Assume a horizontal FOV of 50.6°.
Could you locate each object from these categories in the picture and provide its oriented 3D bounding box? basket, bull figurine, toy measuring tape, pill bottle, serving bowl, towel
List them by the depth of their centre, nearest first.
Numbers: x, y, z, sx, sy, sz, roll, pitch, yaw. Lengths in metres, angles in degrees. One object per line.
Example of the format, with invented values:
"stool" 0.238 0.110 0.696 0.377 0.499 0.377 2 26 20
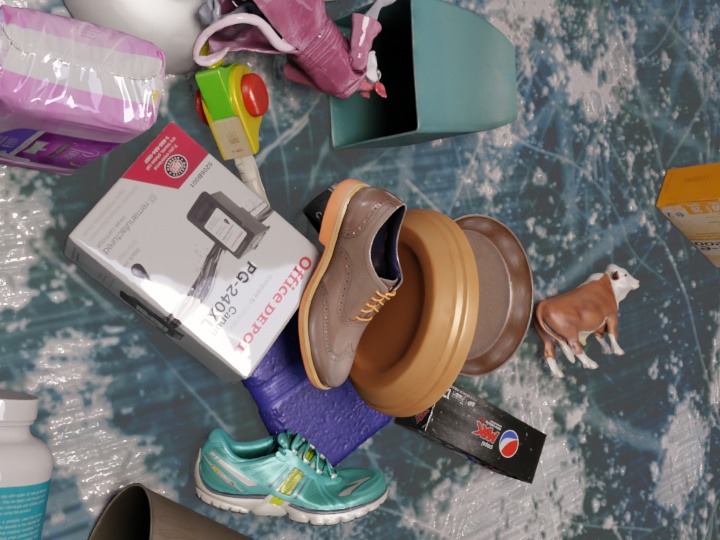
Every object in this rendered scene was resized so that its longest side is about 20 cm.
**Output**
"pill bottle" -0.311 0.199 0.609 0.110 0.110 0.203 12 84 -33
"basket" -0.150 0.310 0.711 0.199 0.135 0.182 27 79 -35
"serving bowl" -0.185 -0.296 0.725 0.198 0.065 0.203 1 89 -34
"toy measuring tape" -0.117 -0.139 0.780 0.073 0.073 0.202 -38 126 -28
"towel" -0.056 0.110 0.826 0.147 0.049 0.202 -33 107 -25
"bull figurine" 0.319 0.067 1.064 0.198 0.065 0.123 -16 87 -31

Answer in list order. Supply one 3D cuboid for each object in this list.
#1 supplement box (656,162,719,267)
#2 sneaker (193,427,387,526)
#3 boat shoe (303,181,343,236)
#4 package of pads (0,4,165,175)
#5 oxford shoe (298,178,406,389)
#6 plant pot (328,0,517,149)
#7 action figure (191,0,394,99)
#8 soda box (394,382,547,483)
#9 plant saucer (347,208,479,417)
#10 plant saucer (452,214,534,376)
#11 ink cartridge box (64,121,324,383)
"supplement box" 0.584 -0.084 1.214 0.199 0.125 0.074 34 71 -29
"sneaker" -0.065 0.202 0.761 0.197 0.077 0.081 9 96 -11
"boat shoe" 0.000 0.000 0.856 0.056 0.069 0.202 -31 104 -14
"package of pads" -0.247 -0.134 0.601 0.119 0.199 0.077 9 80 -37
"oxford shoe" -0.006 0.022 0.704 0.071 0.072 0.203 -10 114 -53
"plant pot" 0.082 -0.214 0.870 0.198 0.140 0.144 -5 93 -41
"action figure" -0.042 -0.221 0.726 0.199 0.133 0.150 36 42 -31
"soda box" 0.140 0.197 0.946 0.199 0.063 0.072 31 74 -30
"plant saucer" 0.034 0.037 0.733 0.037 0.199 0.203 13 83 -33
"plant saucer" 0.139 0.031 0.965 0.198 0.034 0.203 0 90 -35
"ink cartridge box" -0.148 -0.012 0.713 0.199 0.083 0.146 40 67 -12
